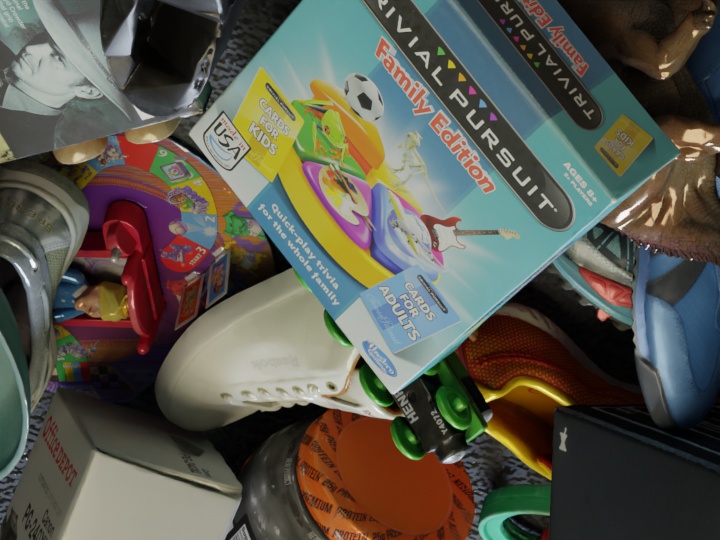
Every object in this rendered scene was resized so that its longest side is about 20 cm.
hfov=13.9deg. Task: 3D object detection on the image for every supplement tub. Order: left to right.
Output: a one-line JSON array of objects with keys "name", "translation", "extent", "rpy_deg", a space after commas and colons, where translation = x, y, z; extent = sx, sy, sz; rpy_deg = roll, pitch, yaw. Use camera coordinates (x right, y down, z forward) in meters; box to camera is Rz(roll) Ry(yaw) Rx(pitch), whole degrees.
[{"name": "supplement tub", "translation": [-0.032, 0.159, 1.544], "extent": [0.122, 0.123, 0.200], "rpy_deg": [30, 131, -15]}]

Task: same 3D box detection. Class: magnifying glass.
[{"name": "magnifying glass", "translation": [0.157, 0.141, 1.525], "extent": [0.200, 0.022, 0.080], "rpy_deg": [3, 152, 21]}]

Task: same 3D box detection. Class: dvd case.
[{"name": "dvd case", "translation": [-0.185, -0.108, 1.328], "extent": [0.200, 0.022, 0.146], "rpy_deg": [-12, 127, 27]}]

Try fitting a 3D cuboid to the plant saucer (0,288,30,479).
[{"name": "plant saucer", "translation": [-0.229, 0.017, 1.406], "extent": [0.200, 0.036, 0.200], "rpy_deg": [23, 139, 21]}]

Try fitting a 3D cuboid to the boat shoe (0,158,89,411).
[{"name": "boat shoe", "translation": [-0.184, 0.031, 1.450], "extent": [0.074, 0.065, 0.202], "rpy_deg": [26, 136, -3]}]

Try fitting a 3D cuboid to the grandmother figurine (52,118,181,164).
[{"name": "grandmother figurine", "translation": [-0.145, -0.143, 1.339], "extent": [0.121, 0.061, 0.200], "rpy_deg": [-20, 127, -5]}]

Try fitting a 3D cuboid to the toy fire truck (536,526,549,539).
[{"name": "toy fire truck", "translation": [0.157, 0.211, 1.572], "extent": [0.141, 0.049, 0.200], "rpy_deg": [13, 151, 13]}]

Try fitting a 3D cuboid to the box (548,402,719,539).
[{"name": "box", "translation": [0.213, 0.132, 1.355], "extent": [0.198, 0.200, 0.124], "rpy_deg": [1, 96, -21]}]

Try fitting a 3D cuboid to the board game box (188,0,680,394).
[{"name": "board game box", "translation": [0.025, -0.054, 1.255], "extent": [0.151, 0.047, 0.200], "rpy_deg": [51, 144, 4]}]

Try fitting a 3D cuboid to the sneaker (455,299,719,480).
[{"name": "sneaker", "translation": [0.124, 0.088, 1.470], "extent": [0.200, 0.077, 0.073], "rpy_deg": [22, 134, -23]}]

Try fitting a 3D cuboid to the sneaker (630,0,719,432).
[{"name": "sneaker", "translation": [0.164, -0.026, 1.308], "extent": [0.078, 0.066, 0.201], "rpy_deg": [6, 94, 17]}]

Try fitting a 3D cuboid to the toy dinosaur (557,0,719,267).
[{"name": "toy dinosaur", "translation": [0.107, -0.066, 1.253], "extent": [0.135, 0.086, 0.200], "rpy_deg": [-27, 80, 21]}]

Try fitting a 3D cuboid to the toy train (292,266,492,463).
[{"name": "toy train", "translation": [0.000, 0.000, 1.372], "extent": [0.042, 0.056, 0.200], "rpy_deg": [-36, 80, 28]}]

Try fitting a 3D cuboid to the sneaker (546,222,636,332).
[{"name": "sneaker", "translation": [0.172, -0.013, 1.388], "extent": [0.200, 0.079, 0.096], "rpy_deg": [22, 113, -10]}]

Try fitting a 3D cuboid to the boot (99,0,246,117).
[{"name": "boot", "translation": [-0.052, -0.132, 1.225], "extent": [0.065, 0.200, 0.165], "rpy_deg": [4, 133, 9]}]

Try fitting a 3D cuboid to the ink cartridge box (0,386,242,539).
[{"name": "ink cartridge box", "translation": [-0.144, 0.173, 1.501], "extent": [0.083, 0.145, 0.200], "rpy_deg": [20, 95, -16]}]

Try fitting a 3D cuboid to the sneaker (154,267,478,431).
[{"name": "sneaker", "translation": [-0.024, 0.047, 1.452], "extent": [0.073, 0.085, 0.200], "rpy_deg": [8, 147, -46]}]

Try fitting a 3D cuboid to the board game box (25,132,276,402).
[{"name": "board game box", "translation": [-0.145, 0.006, 1.483], "extent": [0.158, 0.039, 0.200], "rpy_deg": [35, 130, -19]}]
